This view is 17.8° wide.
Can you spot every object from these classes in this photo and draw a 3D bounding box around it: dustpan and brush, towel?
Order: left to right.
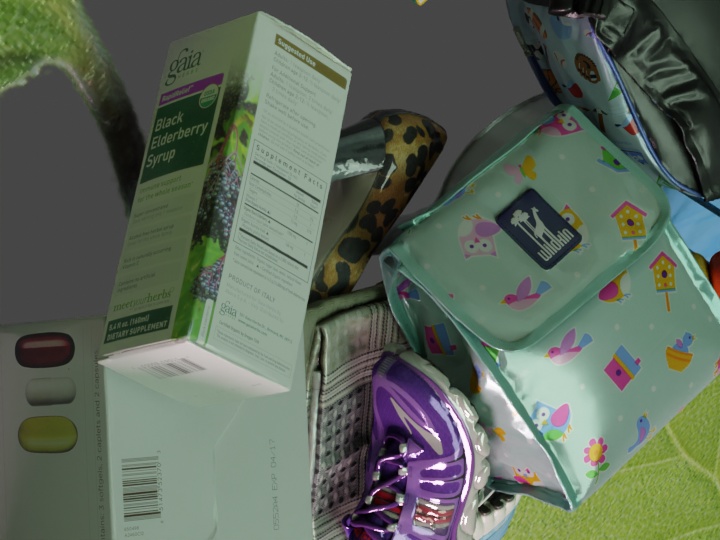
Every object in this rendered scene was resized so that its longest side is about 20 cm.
[{"bbox_3d":[0.015,0.098,1.453,0.200,0.035,0.193,-14,120,-43],"label":"towel"},{"bbox_3d":[0.076,-0.041,1.526,0.200,0.057,0.140,-29,135,-38],"label":"dustpan and brush"}]

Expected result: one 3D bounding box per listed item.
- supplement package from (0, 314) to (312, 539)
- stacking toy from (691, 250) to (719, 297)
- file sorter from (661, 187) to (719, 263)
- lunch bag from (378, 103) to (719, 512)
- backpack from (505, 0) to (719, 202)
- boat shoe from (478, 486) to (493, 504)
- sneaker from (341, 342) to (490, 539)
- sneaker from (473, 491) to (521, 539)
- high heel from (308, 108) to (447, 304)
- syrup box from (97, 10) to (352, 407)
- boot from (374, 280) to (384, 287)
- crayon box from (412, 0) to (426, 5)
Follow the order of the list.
[{"bbox_3d":[-0.120,0.126,1.327,0.156,0.111,0.201,0,86,-45],"label":"supplement package"},{"bbox_3d":[0.221,0.022,1.604,0.199,0.086,0.085,-13,142,14],"label":"stacking toy"},{"bbox_3d":[0.300,-0.062,1.674,0.139,0.123,0.200,-22,133,-33],"label":"file sorter"},{"bbox_3d":[0.117,0.018,1.420,0.170,0.122,0.200,-39,113,-22],"label":"lunch bag"},{"bbox_3d":[0.197,-0.146,1.461,0.200,0.154,0.191,-33,109,-20],"label":"backpack"},{"bbox_3d":[0.055,0.145,1.592,0.200,0.076,0.060,-56,176,-19],"label":"boat shoe"},{"bbox_3d":[0.028,0.139,1.411,0.083,0.081,0.200,-25,126,-33],"label":"sneaker"},{"bbox_3d":[0.041,0.214,1.657,0.200,0.078,0.090,-31,143,-23],"label":"sneaker"},{"bbox_3d":[0.000,0.000,1.451,0.142,0.071,0.200,-19,123,-29],"label":"high heel"},{"bbox_3d":[-0.073,-0.033,1.262,0.081,0.079,0.200,29,61,-39],"label":"syrup box"},{"bbox_3d":[0.062,0.046,1.543,0.200,0.074,0.076,1,123,-48],"label":"boot"},{"bbox_3d":[0.030,-0.262,1.296,0.119,0.058,0.200,-43,141,-14],"label":"crayon box"}]
